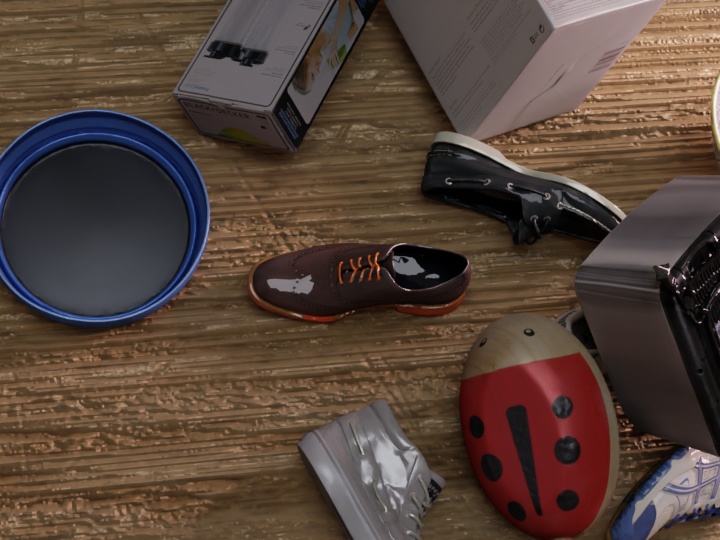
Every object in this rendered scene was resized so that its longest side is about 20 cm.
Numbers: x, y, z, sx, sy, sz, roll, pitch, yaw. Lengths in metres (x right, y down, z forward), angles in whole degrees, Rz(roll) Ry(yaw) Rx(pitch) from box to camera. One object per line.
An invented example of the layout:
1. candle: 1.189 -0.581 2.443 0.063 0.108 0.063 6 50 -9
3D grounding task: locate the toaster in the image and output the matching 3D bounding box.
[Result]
1. toaster: 0.289 0.025 1.346 0.181 0.118 0.201 -40 118 -30

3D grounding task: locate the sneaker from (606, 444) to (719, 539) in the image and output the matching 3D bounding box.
1. sneaker: 0.300 0.184 1.388 0.200 0.075 0.088 -40 83 -18

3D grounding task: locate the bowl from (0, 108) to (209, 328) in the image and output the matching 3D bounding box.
1. bowl: -0.232 -0.043 1.414 0.198 0.039 0.203 3 68 -8

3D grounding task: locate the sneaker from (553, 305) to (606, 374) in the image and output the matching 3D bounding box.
1. sneaker: 0.253 0.043 1.434 0.199 0.081 0.077 -22 72 -18

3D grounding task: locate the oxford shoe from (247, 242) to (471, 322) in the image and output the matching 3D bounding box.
1. oxford shoe: 0.000 0.000 1.414 0.198 0.073 0.072 -3 70 -10

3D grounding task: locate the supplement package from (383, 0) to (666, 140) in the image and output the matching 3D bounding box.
1. supplement package: 0.139 -0.261 1.462 0.146 0.191 0.201 -19 73 -30

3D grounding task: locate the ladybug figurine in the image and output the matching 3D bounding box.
1. ladybug figurine: 0.146 0.136 1.354 0.135 0.072 0.202 -18 85 21

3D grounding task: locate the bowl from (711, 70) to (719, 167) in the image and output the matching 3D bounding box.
1. bowl: 0.407 -0.116 1.503 0.198 0.094 0.203 3 69 -8

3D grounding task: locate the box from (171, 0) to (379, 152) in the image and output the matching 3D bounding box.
1. box: -0.072 -0.211 1.468 0.116 0.060 0.201 12 62 30

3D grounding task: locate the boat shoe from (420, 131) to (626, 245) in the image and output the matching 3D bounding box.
1. boat shoe: 0.145 -0.057 1.459 0.198 0.075 0.067 26 69 3

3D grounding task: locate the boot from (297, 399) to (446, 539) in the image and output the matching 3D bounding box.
1. boot: 0.034 0.203 1.338 0.095 0.074 0.201 -28 74 -11
